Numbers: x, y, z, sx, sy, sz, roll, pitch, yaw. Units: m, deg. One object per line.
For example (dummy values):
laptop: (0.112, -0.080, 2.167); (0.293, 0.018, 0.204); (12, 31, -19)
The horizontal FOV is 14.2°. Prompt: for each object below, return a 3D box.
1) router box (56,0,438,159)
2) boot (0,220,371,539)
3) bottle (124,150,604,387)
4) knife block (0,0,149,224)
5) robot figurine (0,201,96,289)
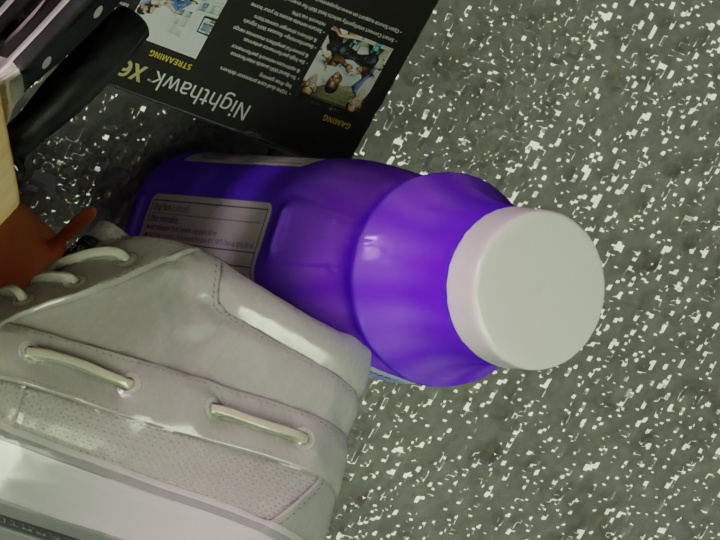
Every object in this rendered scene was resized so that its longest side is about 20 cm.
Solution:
router box: (-0.056, -0.136, 0.901); (0.200, 0.052, 0.157); (20, 109, -31)
boot: (-0.098, 0.028, 0.846); (0.200, 0.074, 0.096); (21, 67, -6)
bottle: (0.000, 0.000, 0.912); (0.083, 0.200, 0.065); (22, 82, -32)
knife block: (-0.131, -0.025, 0.788); (0.175, 0.200, 0.064); (-7, 150, -3)
robot figurine: (-0.164, 0.044, 0.922); (0.200, 0.117, 0.144); (-28, 108, -5)
